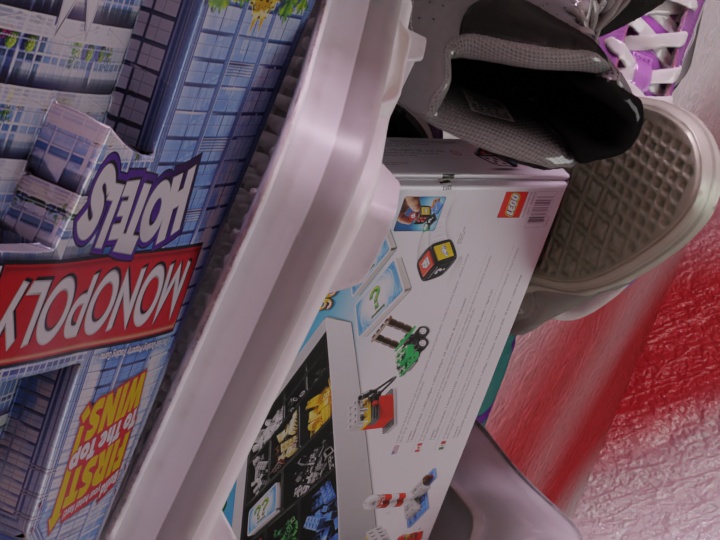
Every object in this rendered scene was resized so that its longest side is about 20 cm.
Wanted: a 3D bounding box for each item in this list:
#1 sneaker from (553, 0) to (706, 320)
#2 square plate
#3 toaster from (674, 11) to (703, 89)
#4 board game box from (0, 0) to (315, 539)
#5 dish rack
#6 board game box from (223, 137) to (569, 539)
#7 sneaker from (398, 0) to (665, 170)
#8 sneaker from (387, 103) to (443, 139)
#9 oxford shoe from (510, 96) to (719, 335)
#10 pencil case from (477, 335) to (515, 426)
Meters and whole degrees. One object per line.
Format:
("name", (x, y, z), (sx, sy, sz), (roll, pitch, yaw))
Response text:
("sneaker", (0.119, -0.072, 0.943), (0.114, 0.072, 0.202), (-123, -129, -61))
("square plate", (-0.002, 0.154, 0.958), (0.200, 0.028, 0.198), (-47, -165, 0))
("toaster", (0.120, -0.161, 1.073), (0.200, 0.113, 0.130), (-51, 156, -66))
("board game box", (-0.085, -0.004, 0.524), (0.200, 0.061, 0.201), (-15, 124, -76))
("dish rack", (-0.031, 0.005, 0.668), (0.172, 0.043, 0.201), (-78, -169, -59))
("board game box", (-0.008, 0.043, 0.827), (0.126, 0.035, 0.201), (-1, 123, -37))
("sneaker", (0.075, -0.081, 0.789), (0.199, 0.115, 0.075), (-16, 135, -39))
("sneaker", (0.000, 0.000, 0.905), (0.088, 0.075, 0.201), (-67, 175, -58))
("oxford shoe", (0.085, -0.018, 0.857), (0.200, 0.057, 0.076), (-30, -123, 58))
("pencil case", (0.020, 0.093, 1.115), (0.092, 0.085, 0.201), (-46, 154, -76))
